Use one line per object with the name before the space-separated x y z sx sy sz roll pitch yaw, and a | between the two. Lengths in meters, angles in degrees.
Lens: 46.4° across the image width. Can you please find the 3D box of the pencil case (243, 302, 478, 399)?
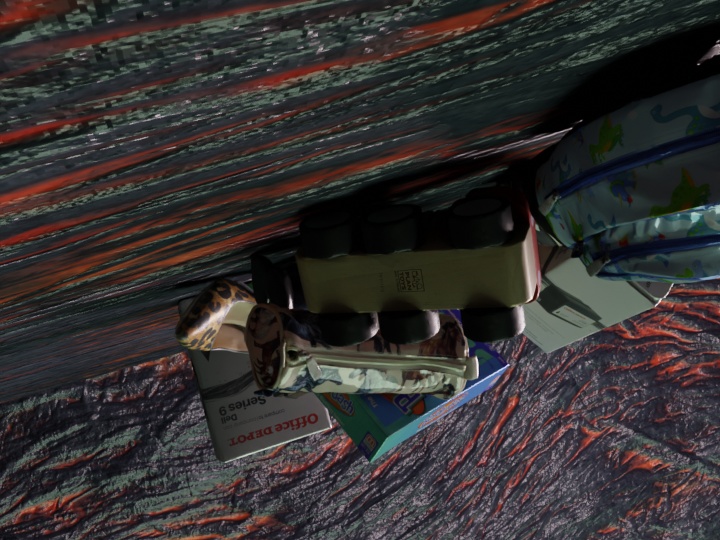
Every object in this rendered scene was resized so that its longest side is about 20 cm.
pencil case | 0.002 0.072 0.730 0.198 0.079 0.089 5 -165 -26

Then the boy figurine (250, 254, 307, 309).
boy figurine | 0.000 0.000 0.809 0.198 0.065 0.124 -16 -153 -26

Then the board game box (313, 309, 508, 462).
board game box | 0.035 0.084 0.840 0.199 0.152 0.045 -21 151 -44

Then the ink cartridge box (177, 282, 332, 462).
ink cartridge box | -0.132 0.121 1.044 0.145 0.202 0.084 -15 175 -16

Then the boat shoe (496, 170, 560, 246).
boat shoe | 0.144 -0.049 0.755 0.062 0.073 0.200 -20 180 14

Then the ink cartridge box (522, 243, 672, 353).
ink cartridge box | 0.230 -0.019 0.809 0.145 0.084 0.200 -52 -178 -23

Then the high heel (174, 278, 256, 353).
high heel | -0.107 0.072 0.890 0.072 0.142 0.200 -58 173 15

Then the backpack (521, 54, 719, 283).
backpack | 0.193 -0.057 0.496 0.161 0.155 0.200 -9 163 -1

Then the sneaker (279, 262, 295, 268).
sneaker | 0.009 0.006 0.944 0.115 0.079 0.199 -18 177 44

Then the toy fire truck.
toy fire truck | 0.063 -0.013 0.685 0.174 0.130 0.200 -4 -158 21
